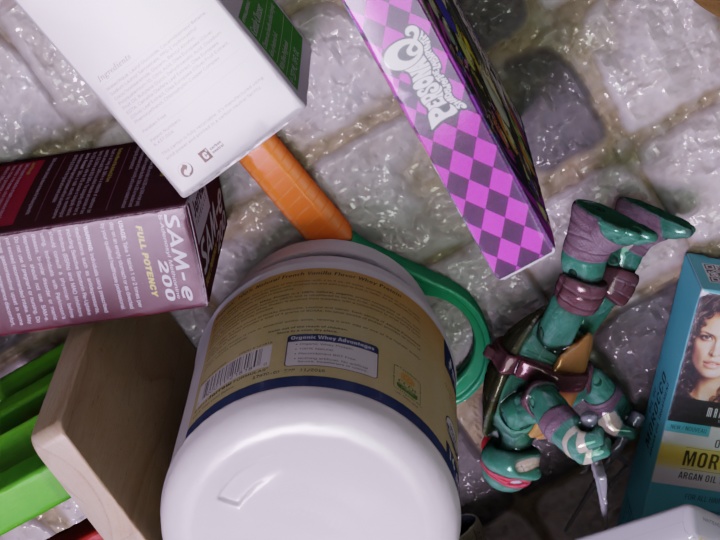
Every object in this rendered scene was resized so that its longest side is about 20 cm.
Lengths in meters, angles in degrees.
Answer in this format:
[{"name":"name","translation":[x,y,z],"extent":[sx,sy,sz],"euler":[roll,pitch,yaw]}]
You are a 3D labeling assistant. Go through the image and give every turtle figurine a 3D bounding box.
[{"name":"turtle figurine","translation":[0.115,0.061,0.906],"extent":[0.100,0.150,0.201],"euler":[21,106,10]}]

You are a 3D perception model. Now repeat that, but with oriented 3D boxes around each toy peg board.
[{"name":"toy peg board","translation":[-0.126,0.128,0.892],"extent":[0.097,0.200,0.200],"euler":[-28,112,14]}]

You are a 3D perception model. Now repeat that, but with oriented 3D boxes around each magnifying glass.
[{"name":"magnifying glass","translation":[0.000,0.000,0.933],"extent":[0.079,0.022,0.200],"euler":[-35,112,15]}]

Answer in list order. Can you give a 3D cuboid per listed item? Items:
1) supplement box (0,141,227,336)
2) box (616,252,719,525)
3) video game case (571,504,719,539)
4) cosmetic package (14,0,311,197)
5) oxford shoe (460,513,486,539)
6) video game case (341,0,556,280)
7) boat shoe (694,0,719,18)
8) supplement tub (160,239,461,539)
[{"name":"supplement box","translation":[-0.176,-0.015,0.878],"extent":[0.198,0.109,0.061],"euler":[-9,114,5]},{"name":"box","translation":[0.208,0.094,0.957],"extent":[0.082,0.049,0.201],"euler":[7,115,-3]},{"name":"video game case","translation":[0.153,0.186,0.931],"extent":[0.199,0.023,0.181],"euler":[-25,144,37]},{"name":"cosmetic package","translation":[-0.117,-0.148,0.818],"extent":[0.085,0.108,0.200],"euler":[-34,111,14]},{"name":"oxford shoe","translation":[-0.019,0.183,0.993],"extent":[0.198,0.071,0.074],"euler":[-7,111,-8]},{"name":"video game case","translation":[0.028,-0.118,0.790],"extent":[0.036,0.182,0.201],"euler":[-26,111,12]},{"name":"boat shoe","translation":[0.183,-0.172,0.827],"extent":[0.199,0.071,0.070],"euler":[24,84,-19]},{"name":"supplement tub","translation":[-0.021,0.081,0.850],"extent":[0.143,0.200,0.146],"euler":[1,117,2]}]
